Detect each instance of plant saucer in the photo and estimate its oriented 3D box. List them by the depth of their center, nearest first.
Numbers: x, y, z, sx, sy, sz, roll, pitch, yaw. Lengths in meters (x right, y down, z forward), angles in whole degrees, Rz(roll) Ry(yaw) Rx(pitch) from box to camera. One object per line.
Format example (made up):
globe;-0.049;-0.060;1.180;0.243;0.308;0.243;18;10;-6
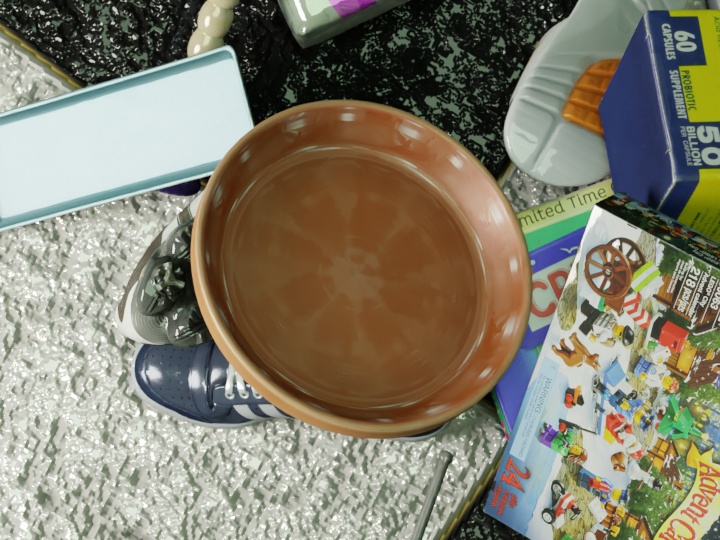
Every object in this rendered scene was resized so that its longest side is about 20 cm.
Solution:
plant saucer;0.000;0.000;1.314;0.199;0.032;0.202;7;65;-16
plant saucer;-0.149;-0.077;1.381;0.199;0.019;0.070;-13;95;26

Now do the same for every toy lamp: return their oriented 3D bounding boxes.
toy lamp;-0.087;-0.145;1.382;0.058;0.058;0.201;23;110;1

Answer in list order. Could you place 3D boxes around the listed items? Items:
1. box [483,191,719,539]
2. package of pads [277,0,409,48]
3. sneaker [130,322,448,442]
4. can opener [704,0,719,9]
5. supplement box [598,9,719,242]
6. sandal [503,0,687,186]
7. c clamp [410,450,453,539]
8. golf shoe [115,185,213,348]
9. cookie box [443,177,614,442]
box;0.160;0.077;1.268;0.136;0.038;0.201;29;117;23
package of pads;0.021;-0.249;1.424;0.199;0.068;0.155;-24;86;-3
sneaker;-0.039;0.061;1.369;0.198;0.109;0.071;7;83;-1
can opener;0.255;-0.102;1.415;0.053;0.067;0.201;-13;85;-3
supplement box;0.249;-0.075;1.319;0.198;0.110;0.110;-2;64;-11
sandal;0.147;-0.127;1.424;0.079;0.059;0.207;34;63;-7
c clamp;0.097;0.208;1.311;0.199;0.027;0.172;19;74;24
golf shoe;-0.075;-0.028;1.398;0.200;0.094;0.078;-40;101;-31
cookie box;0.157;0.049;1.392;0.170;0.075;0.201;-20;84;-3
